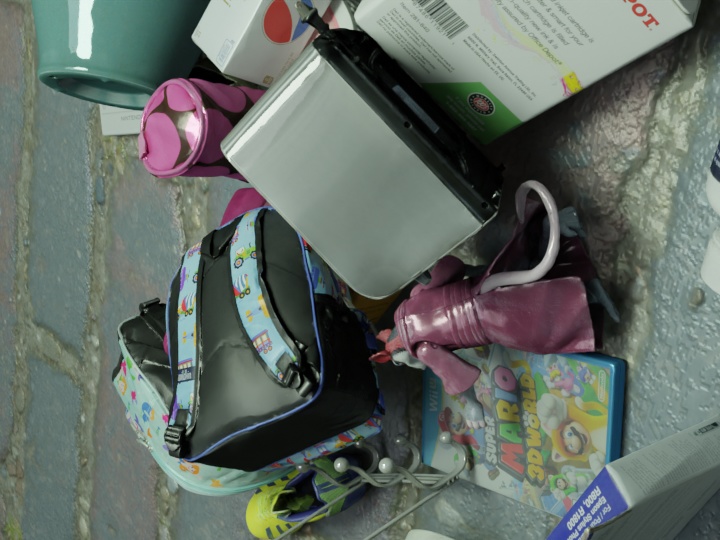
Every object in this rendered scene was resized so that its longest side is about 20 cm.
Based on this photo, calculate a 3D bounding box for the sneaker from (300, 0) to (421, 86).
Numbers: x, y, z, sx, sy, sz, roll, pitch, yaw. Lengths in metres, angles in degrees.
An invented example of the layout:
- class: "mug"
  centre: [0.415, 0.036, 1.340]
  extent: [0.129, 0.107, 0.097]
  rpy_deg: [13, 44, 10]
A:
- class: "sneaker"
  centre: [-0.019, -0.183, 0.989]
  extent: [0.105, 0.075, 0.200]
  rpy_deg: [-41, 61, 38]

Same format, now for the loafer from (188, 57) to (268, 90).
- class: "loafer"
  centre: [-0.109, -0.144, 1.099]
  extent: [0.200, 0.070, 0.075]
  rpy_deg: [45, 128, 31]

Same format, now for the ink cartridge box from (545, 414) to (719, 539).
- class: "ink cartridge box"
  centre: [0.162, 0.199, 0.792]
  extent: [0.041, 0.200, 0.200]
  rpy_deg: [49, 129, 28]

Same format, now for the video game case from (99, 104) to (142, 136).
- class: "video game case"
  centre: [-0.245, -0.254, 1.255]
  extent: [0.182, 0.024, 0.200]
  rpy_deg: [4, 101, 46]

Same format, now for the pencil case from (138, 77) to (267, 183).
- class: "pencil case"
  centre: [-0.102, -0.109, 0.953]
  extent: [0.094, 0.200, 0.091]
  rpy_deg: [-11, 82, 33]

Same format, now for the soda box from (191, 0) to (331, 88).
- class: "soda box"
  centre: [-0.058, -0.255, 0.938]
  extent: [0.200, 0.068, 0.064]
  rpy_deg: [-56, 50, 21]

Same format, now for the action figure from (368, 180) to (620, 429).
- class: "action figure"
  centre: [0.090, 0.037, 0.865]
  extent: [0.200, 0.149, 0.134]
  rpy_deg: [-21, 64, 20]

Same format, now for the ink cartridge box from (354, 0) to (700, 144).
- class: "ink cartridge box"
  centre: [0.118, -0.198, 0.786]
  extent: [0.145, 0.084, 0.200]
  rpy_deg: [41, 140, -20]

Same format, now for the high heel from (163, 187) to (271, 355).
- class: "high heel"
  centre: [-0.140, 0.000, 1.096]
  extent: [0.096, 0.200, 0.067]
  rpy_deg: [23, 148, 36]

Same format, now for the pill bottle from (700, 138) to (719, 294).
- class: "pill bottle"
  centre: [0.275, -0.076, 0.674]
  extent: [0.111, 0.111, 0.200]
  rpy_deg: [32, 121, 38]

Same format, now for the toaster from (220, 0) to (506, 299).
- class: "toaster"
  centre: [0.005, -0.088, 0.828]
  extent: [0.119, 0.181, 0.200]
  rpy_deg: [-43, 94, 15]

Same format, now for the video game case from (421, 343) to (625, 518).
- class: "video game case"
  centre: [0.130, 0.123, 0.942]
  extent: [0.200, 0.018, 0.143]
  rpy_deg: [14, 109, 45]

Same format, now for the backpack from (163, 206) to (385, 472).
- class: "backpack"
  centre: [-0.079, 0.056, 0.966]
  extent: [0.183, 0.135, 0.200]
  rpy_deg: [-29, 57, 29]

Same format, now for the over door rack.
- class: "over door rack"
  centre: [-0.020, 0.206, 0.965]
  extent: [0.148, 0.200, 0.067]
  rpy_deg: [-15, 111, 55]

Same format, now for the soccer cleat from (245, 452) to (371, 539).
- class: "soccer cleat"
  centre: [-0.072, 0.232, 1.134]
  extent: [0.200, 0.084, 0.065]
  rpy_deg: [-34, 74, 46]

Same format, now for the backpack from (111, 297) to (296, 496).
- class: "backpack"
  centre: [-0.137, 0.128, 1.112]
  extent: [0.200, 0.177, 0.151]
  rpy_deg: [43, 137, 36]

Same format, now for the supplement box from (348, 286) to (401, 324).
- class: "supplement box"
  centre: [0.000, 0.000, 1.019]
  extent: [0.069, 0.067, 0.200]
  rpy_deg: [55, 133, 24]

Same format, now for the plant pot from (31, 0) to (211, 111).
- class: "plant pot"
  centre: [-0.223, -0.257, 1.066]
  extent: [0.200, 0.200, 0.188]
  rpy_deg: [4, 84, 46]

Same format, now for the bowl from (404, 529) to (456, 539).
- class: "bowl"
  centre: [0.059, 0.291, 0.973]
  extent: [0.200, 0.200, 0.108]
  rpy_deg: [-4, 53, 47]
